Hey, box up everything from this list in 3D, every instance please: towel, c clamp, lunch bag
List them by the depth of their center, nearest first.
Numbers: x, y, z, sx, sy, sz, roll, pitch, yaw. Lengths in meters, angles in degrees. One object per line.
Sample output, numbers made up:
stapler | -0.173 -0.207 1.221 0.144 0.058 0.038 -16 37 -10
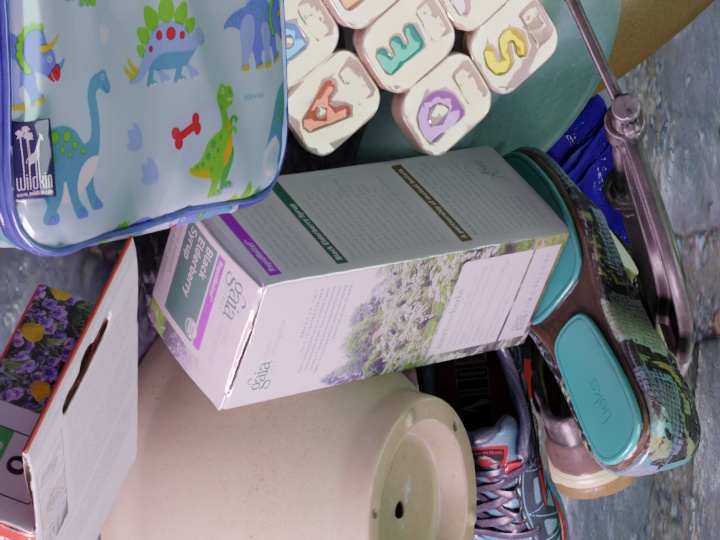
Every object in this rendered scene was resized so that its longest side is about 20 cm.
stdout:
lunch bag | -0.110 -0.096 0.876 0.199 0.082 0.163 -14 104 -57
c clamp | 0.150 -0.039 1.122 0.200 0.027 0.172 65 7 -70
towel | 0.143 -0.020 1.453 0.200 0.049 0.149 -44 128 -50

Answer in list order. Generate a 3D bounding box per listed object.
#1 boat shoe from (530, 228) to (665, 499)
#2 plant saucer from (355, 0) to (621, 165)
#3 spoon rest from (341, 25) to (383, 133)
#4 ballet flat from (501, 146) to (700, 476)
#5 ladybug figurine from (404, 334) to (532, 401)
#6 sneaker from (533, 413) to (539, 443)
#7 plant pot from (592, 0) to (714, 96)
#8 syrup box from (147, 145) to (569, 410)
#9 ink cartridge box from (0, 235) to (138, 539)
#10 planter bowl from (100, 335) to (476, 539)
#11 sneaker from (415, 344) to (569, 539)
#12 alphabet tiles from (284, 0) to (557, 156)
boat shoe | 0.133 0.036 1.187 0.201 0.072 0.065 -85 160 -49
plant saucer | 0.083 -0.098 1.148 0.200 0.039 0.202 -38 156 -20
spoon rest | 0.013 -0.113 1.141 0.200 0.098 0.061 66 21 -68
ballet flat | 0.125 0.023 1.114 0.074 0.074 0.201 36 30 -55
ladybug figurine | 0.072 0.010 1.270 0.199 0.072 0.137 22 61 -41
sneaker | 0.058 0.136 1.295 0.199 0.076 0.116 -2 92 -63
plant pot | 0.122 -0.182 1.301 0.200 0.185 0.187 -52 136 -23
syrup box | 0.000 0.000 1.055 0.199 0.082 0.079 -10 134 -36
ink cartridge box | -0.136 0.072 0.889 0.201 0.050 0.110 99 12 -58
planter bowl | -0.023 0.120 1.092 0.200 0.134 0.203 -5 96 -59
sneaker | 0.063 0.104 1.160 0.096 0.079 0.202 2 75 -83
alphabet tiles | 0.019 -0.160 1.027 0.195 0.015 0.201 -41 117 -14
